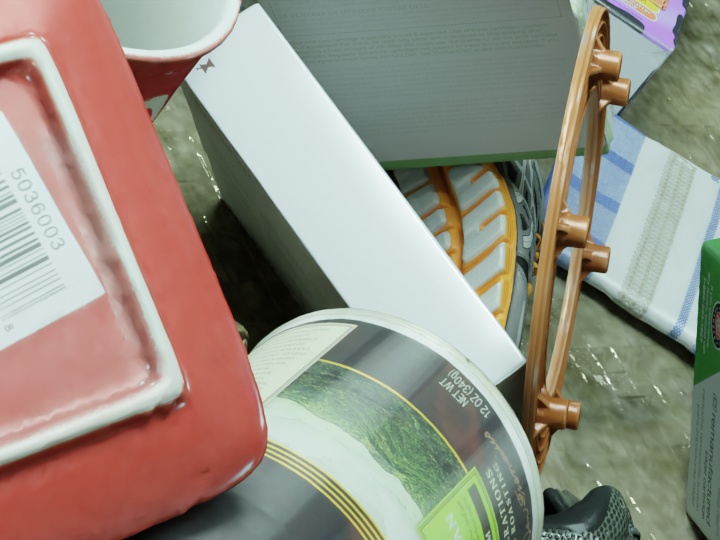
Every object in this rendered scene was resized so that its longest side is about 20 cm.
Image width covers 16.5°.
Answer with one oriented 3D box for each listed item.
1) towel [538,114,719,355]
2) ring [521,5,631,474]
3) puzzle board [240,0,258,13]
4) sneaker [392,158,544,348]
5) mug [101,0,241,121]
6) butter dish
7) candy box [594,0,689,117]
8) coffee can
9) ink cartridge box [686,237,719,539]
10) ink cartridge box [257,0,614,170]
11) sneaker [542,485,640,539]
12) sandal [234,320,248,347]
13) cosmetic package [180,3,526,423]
[{"bbox_3d":[0.184,-0.002,1.340,0.199,0.024,0.147,32,39,-5],"label":"towel"},{"bbox_3d":[0.093,-0.011,1.051,0.019,0.202,0.201,8,37,8],"label":"ring"},{"bbox_3d":[0.016,-0.131,1.209,0.150,0.199,0.018,11,76,-32],"label":"puzzle board"},{"bbox_3d":[0.059,-0.020,1.214,0.077,0.078,0.201,36,39,-37],"label":"sneaker"},{"bbox_3d":[-0.134,-0.062,0.985,0.177,0.200,0.134,4,47,-38],"label":"mug"},{"bbox_3d":[-0.162,0.018,0.836,0.198,0.148,0.201,-20,84,-30],"label":"butter dish"},{"bbox_3d":[0.112,-0.198,1.447,0.167,0.072,0.200,33,37,-6],"label":"candy box"},{"bbox_3d":[-0.037,0.119,0.918,0.146,0.147,0.200,42,36,6],"label":"coffee can"},{"bbox_3d":[0.217,0.082,1.104,0.082,0.148,0.200,-3,19,-12],"label":"ink cartridge box"},{"bbox_3d":[0.028,-0.122,1.110,0.144,0.201,0.048,-3,53,14],"label":"ink cartridge box"},{"bbox_3d":[0.130,0.155,1.081,0.198,0.076,0.115,17,47,-18],"label":"sneaker"},{"bbox_3d":[-0.119,0.057,0.981,0.054,0.081,0.200,34,32,21],"label":"sandal"},{"bbox_3d":[0.000,0.000,1.082,0.200,0.052,0.151,54,-6,19],"label":"cosmetic package"}]
